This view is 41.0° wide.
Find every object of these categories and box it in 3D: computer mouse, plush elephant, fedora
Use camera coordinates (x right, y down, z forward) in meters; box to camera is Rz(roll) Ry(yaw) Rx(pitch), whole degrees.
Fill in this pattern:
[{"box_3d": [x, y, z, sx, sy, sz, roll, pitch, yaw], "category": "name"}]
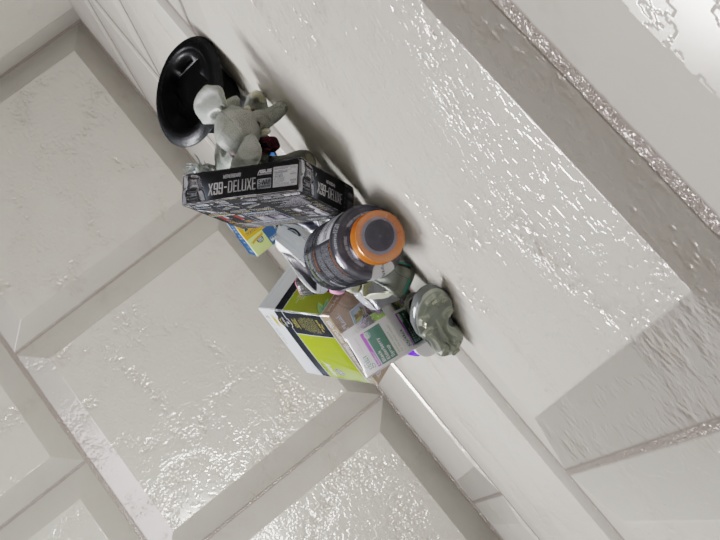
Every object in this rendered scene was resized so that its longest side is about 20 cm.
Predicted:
[{"box_3d": [-0.103, -0.051, 1.587, 0.200, 0.044, 0.110, 51, -146, -14], "category": "computer mouse"}, {"box_3d": [-0.170, -0.205, 1.450, 0.165, 0.200, 0.155, 58, 155, 8], "category": "plush elephant"}, {"box_3d": [-0.273, -0.305, 1.686, 0.092, 0.201, 0.201, 11, -154, -46], "category": "fedora"}]

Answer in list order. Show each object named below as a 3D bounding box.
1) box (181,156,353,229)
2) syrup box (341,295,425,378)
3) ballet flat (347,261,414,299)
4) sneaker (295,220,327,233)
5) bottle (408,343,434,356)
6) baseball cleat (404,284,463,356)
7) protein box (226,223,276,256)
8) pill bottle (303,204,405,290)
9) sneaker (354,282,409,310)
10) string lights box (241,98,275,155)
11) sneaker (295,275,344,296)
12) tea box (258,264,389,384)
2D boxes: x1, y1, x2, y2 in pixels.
[{"box_3d": [-0.132, -0.108, 1.400, 0.158, 0.200, 0.050, 21, -113, -60], "category": "box"}, {"box_3d": [0.050, 0.098, 1.497, 0.079, 0.081, 0.200, 58, -163, 5], "category": "syrup box"}, {"box_3d": [0.002, 0.009, 1.502, 0.067, 0.064, 0.200, 18, 175, -41], "category": "ballet flat"}, {"box_3d": [-0.054, -0.102, 1.545, 0.199, 0.130, 0.080, 16, 121, 12], "category": "sneaker"}, {"box_3d": [0.084, 0.108, 1.693, 0.084, 0.065, 0.200, 53, 173, -17], "category": "bottle"}, {"box_3d": [0.093, 0.061, 1.411, 0.106, 0.070, 0.200, 47, 170, 32], "category": "baseball cleat"}, {"box_3d": [-0.257, -0.153, 2.245, 0.200, 0.135, 0.199, 53, 172, -9], "category": "protein box"}, {"box_3d": [-0.005, -0.033, 1.353, 0.106, 0.106, 0.200, 53, 161, -6], "category": "pill bottle"}, {"box_3d": [0.000, 0.000, 1.653, 0.200, 0.075, 0.115, 50, 171, -5], "category": "sneaker"}, {"box_3d": [-0.227, -0.264, 1.833, 0.103, 0.059, 0.200, 46, 171, 28], "category": "string lights box"}, {"box_3d": [-0.070, -0.014, 1.734, 0.200, 0.095, 0.079, -74, -38, -62], "category": "sneaker"}, {"box_3d": [-0.049, 0.098, 1.841, 0.197, 0.134, 0.200, 5, 140, 42], "category": "tea box"}]
